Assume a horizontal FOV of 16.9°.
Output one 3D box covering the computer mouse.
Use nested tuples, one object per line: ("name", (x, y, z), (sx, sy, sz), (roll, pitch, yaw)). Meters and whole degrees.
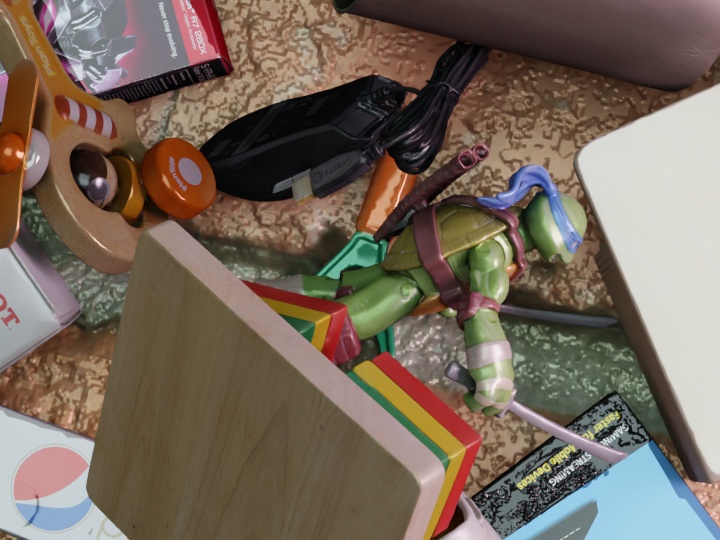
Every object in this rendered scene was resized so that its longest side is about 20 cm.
("computer mouse", (-0.019, -0.062, 1.370), (0.199, 0.141, 0.046), (-18, 113, 29))

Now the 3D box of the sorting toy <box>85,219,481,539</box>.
("sorting toy", (-0.038, 0.096, 1.230), (0.069, 0.201, 0.199), (-28, 58, -38))

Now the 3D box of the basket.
("basket", (0.108, -0.186, 1.336), (0.199, 0.136, 0.181), (23, 83, -16))

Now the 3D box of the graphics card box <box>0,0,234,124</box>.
("graphics card box", (-0.188, -0.152, 1.449), (0.199, 0.051, 0.126), (-16, 82, 2))

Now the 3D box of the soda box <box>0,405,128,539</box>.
("soda box", (-0.141, 0.139, 1.398), (0.199, 0.064, 0.068), (20, 83, 6))

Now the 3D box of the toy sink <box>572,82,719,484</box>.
("toy sink", (0.211, 0.004, 1.376), (0.130, 0.112, 0.201), (-24, 86, -1))

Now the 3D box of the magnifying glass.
("magnifying glass", (0.000, 0.000, 1.434), (0.079, 0.022, 0.201), (19, 85, 6))

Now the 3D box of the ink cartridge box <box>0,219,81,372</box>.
("ink cartridge box", (-0.282, 0.023, 1.388), (0.200, 0.083, 0.146), (-34, 92, 5))

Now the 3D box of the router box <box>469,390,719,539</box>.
("router box", (0.109, 0.187, 1.383), (0.200, 0.051, 0.149), (-37, 83, -3))

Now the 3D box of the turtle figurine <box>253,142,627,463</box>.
("turtle figurine", (0.043, 0.042, 1.328), (0.193, 0.200, 0.144), (-13, 50, 10))

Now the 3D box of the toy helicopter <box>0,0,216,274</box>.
("toy helicopter", (-0.178, -0.088, 1.363), (0.079, 0.132, 0.201), (-32, 84, 34))

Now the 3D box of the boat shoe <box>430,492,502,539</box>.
("boat shoe", (0.018, 0.124, 1.320), (0.074, 0.202, 0.086), (-32, 113, -7))
